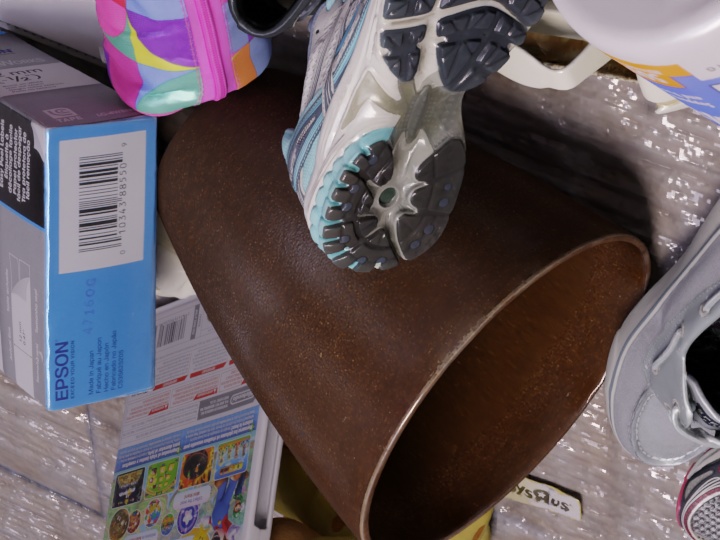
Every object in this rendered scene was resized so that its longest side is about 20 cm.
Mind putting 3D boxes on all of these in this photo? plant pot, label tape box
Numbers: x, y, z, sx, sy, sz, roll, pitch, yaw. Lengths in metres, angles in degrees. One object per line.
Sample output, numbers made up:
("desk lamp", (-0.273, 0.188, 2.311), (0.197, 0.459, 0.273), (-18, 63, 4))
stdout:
("plant pot", (0.000, 0.000, 1.037), (0.200, 0.187, 0.188), (41, 144, 24))
("label tape box", (-0.176, -0.034, 1.113), (0.200, 0.066, 0.144), (28, 123, 49))

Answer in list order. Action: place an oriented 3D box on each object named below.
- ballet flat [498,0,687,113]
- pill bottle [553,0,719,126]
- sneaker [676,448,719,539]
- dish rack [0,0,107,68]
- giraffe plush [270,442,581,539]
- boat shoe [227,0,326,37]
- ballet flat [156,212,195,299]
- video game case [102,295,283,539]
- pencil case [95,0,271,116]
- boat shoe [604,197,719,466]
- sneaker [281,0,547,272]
("ballet flat", (0.107, -0.098, 0.917), (0.199, 0.075, 0.068), (10, 132, 32))
("pill bottle", (0.162, -0.096, 0.786), (0.112, 0.113, 0.200), (-2, 162, 40))
("sneaker", (0.237, 0.127, 1.019), (0.199, 0.075, 0.081), (10, 132, 31))
("dish rack", (-0.153, -0.183, 1.079), (0.171, 0.044, 0.201), (23, 137, 23))
("giraffe plush", (-0.005, 0.158, 1.180), (0.199, 0.162, 0.173), (4, 129, 38))
("boat shoe", (-0.017, -0.169, 0.891), (0.074, 0.066, 0.200), (38, 142, 5))
("ballet flat", (-0.113, -0.021, 1.175), (0.199, 0.069, 0.070), (24, 139, 27))
("video game case", (-0.089, 0.103, 1.188), (0.018, 0.201, 0.143), (24, 152, -34))
("pencil case", (-0.089, -0.155, 0.967), (0.088, 0.089, 0.200), (23, 151, 21))
("boat shoe", (0.159, 0.040, 0.994), (0.070, 0.072, 0.201), (14, 139, -7))
("sneaker", (0.014, -0.103, 0.904), (0.086, 0.077, 0.201), (52, 127, 43))
